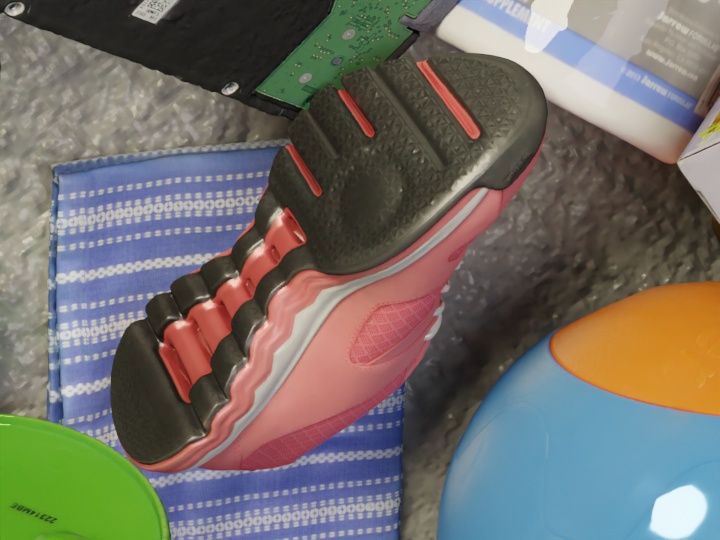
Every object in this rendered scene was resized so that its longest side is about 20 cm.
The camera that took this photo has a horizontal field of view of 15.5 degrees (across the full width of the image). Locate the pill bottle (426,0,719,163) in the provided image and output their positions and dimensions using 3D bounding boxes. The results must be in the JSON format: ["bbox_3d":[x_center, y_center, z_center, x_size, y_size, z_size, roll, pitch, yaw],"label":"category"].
[{"bbox_3d":[0.112,-0.150,0.930,0.114,0.114,0.200,25,97,-29],"label":"pill bottle"}]

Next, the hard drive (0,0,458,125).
[{"bbox_3d":[-0.033,-0.122,0.832,0.140,0.038,0.200,-44,146,22],"label":"hard drive"}]

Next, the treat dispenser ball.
[{"bbox_3d":[0.128,0.105,0.977,0.201,0.201,0.201,-8,111,-21],"label":"treat dispenser ball"}]

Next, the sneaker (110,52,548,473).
[{"bbox_3d":[0.000,0.000,0.926,0.200,0.074,0.087,-43,142,23],"label":"sneaker"}]

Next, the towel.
[{"bbox_3d":[-0.047,0.051,0.983,0.145,0.024,0.200,-6,110,-23],"label":"towel"}]

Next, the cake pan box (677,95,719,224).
[{"bbox_3d":[0.210,-0.016,0.930,0.200,0.052,0.184,54,44,-13],"label":"cake pan box"}]

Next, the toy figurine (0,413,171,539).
[{"bbox_3d":[-0.118,0.174,0.923,0.150,0.200,0.184,-42,142,-47],"label":"toy figurine"}]

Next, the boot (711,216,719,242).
[{"bbox_3d":[0.253,-0.011,1.067,0.155,0.073,0.200,-48,115,-3],"label":"boot"}]
